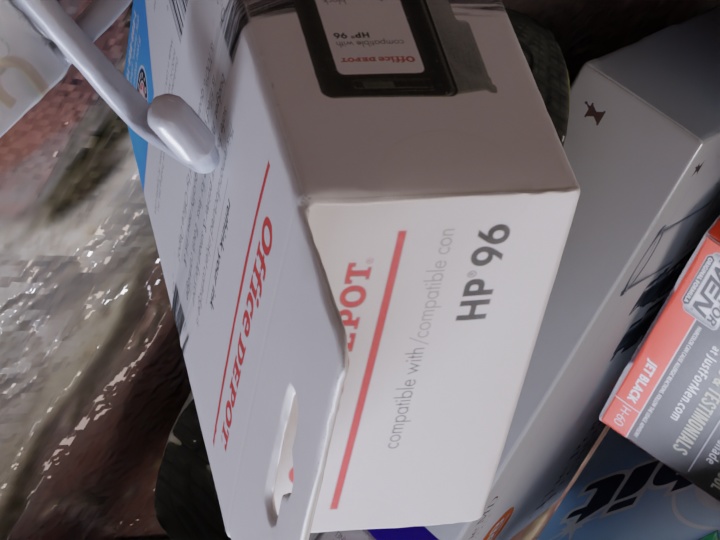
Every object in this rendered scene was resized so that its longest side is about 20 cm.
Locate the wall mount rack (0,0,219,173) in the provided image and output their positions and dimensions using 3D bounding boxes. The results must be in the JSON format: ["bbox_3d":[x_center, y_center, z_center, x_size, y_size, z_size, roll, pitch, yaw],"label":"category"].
[{"bbox_3d":[-0.129,-0.046,0.599,0.200,0.075,0.174,-45,120,-7],"label":"wall mount rack"}]

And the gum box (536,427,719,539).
[{"bbox_3d":[0.142,0.084,0.976,0.170,0.045,0.200,-21,-162,38],"label":"gum box"}]

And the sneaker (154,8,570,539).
[{"bbox_3d":[0.000,0.000,0.869,0.200,0.077,0.089,-58,-178,16],"label":"sneaker"}]

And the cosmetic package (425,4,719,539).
[{"bbox_3d":[0.072,0.012,0.940,0.200,0.052,0.151,-61,163,24],"label":"cosmetic package"}]

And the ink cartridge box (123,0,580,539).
[{"bbox_3d":[-0.005,-0.017,0.661,0.068,0.200,0.116,-3,136,-15],"label":"ink cartridge box"}]

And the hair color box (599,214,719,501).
[{"bbox_3d":[0.167,-0.017,0.964,0.200,0.061,0.102,-47,167,-45],"label":"hair color box"}]

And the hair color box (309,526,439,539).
[{"bbox_3d":[-0.016,0.183,0.832,0.200,0.109,0.065,-56,151,9],"label":"hair color box"}]
